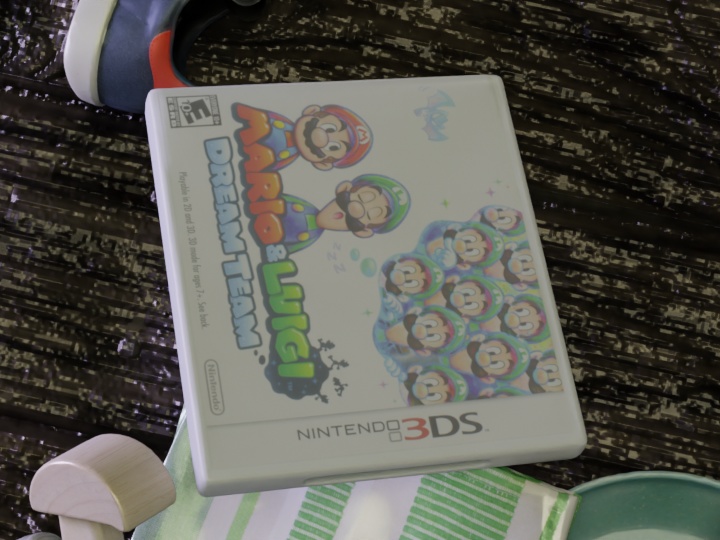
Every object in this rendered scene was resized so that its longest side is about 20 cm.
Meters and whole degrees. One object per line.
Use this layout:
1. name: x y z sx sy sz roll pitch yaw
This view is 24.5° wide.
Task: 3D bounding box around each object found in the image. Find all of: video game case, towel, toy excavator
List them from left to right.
1. toy excavator: -0.077 0.196 0.731 0.199 0.100 0.196 29 120 22
2. towel: -0.013 0.139 0.780 0.199 0.023 0.153 18 81 17
3. video game case: 0.000 0.000 0.781 0.181 0.024 0.201 -4 65 -15

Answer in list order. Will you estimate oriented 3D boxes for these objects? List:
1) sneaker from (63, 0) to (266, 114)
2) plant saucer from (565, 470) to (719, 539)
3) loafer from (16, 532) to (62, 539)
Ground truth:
1. sneaker: -0.080 -0.172 0.834 0.084 0.075 0.201 16 90 5
2. plant saucer: 0.139 0.196 0.782 0.198 0.036 0.202 0 81 1
3. loafer: -0.147 0.223 0.763 0.069 0.070 0.202 -13 81 19
